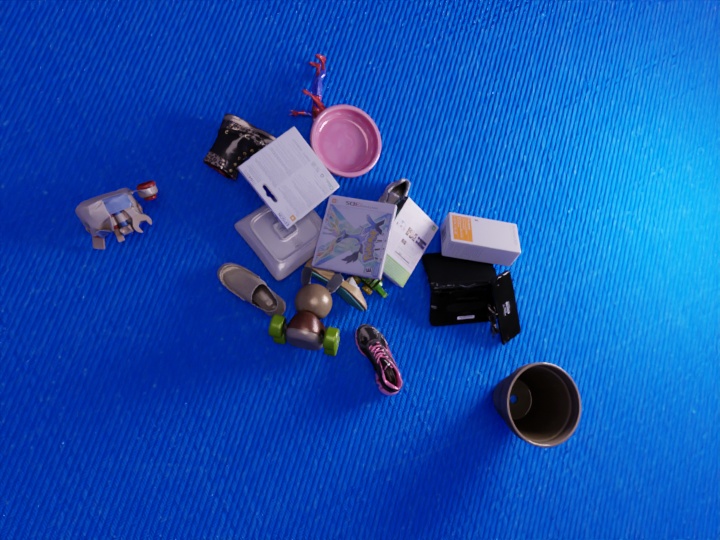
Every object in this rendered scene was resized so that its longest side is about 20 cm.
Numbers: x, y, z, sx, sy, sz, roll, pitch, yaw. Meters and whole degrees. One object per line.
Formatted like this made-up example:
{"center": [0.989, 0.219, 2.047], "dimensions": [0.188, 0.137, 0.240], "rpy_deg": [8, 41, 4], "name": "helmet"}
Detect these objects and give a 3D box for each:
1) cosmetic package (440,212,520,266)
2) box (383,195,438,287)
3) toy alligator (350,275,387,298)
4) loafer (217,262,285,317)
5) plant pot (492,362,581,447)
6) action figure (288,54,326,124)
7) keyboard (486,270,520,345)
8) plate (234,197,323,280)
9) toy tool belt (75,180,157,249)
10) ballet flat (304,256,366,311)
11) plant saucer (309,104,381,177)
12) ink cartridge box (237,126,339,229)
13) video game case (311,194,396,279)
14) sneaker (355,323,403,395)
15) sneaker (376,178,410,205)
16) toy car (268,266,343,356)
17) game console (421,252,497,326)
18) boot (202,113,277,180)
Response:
{"center": [0.326, -0.084, 1.404], "dimensions": [0.199, 0.071, 0.102], "rpy_deg": [9, 55, -9], "name": "cosmetic package"}
{"center": [0.111, -0.076, 1.367], "dimensions": [0.144, 0.036, 0.200], "rpy_deg": [39, 77, -34], "name": "box"}
{"center": [0.000, 0.000, 1.365], "dimensions": [0.200, 0.054, 0.059], "rpy_deg": [44, 76, -1], "name": "toy alligator"}
{"center": [-0.274, 0.045, 1.302], "dimensions": [0.200, 0.068, 0.076], "rpy_deg": [33, 77, -3], "name": "loafer"}
{"center": [0.432, 0.339, 1.323], "dimensions": [0.199, 0.174, 0.201], "rpy_deg": [2, 80, -9], "name": "plant pot"}
{"center": [-0.143, -0.494, 1.414], "dimensions": [0.099, 0.065, 0.201], "rpy_deg": [1, 80, -27], "name": "action figure"}
{"center": [0.378, 0.103, 1.394], "dimensions": [0.104, 0.040, 0.201], "rpy_deg": [-27, 113, -26], "name": "keyboard"}
{"center": [-0.197, -0.106, 1.346], "dimensions": [0.199, 0.032, 0.200], "rpy_deg": [-37, 80, -15], "name": "plate"}
{"center": [-0.584, -0.135, 1.268], "dimensions": [0.199, 0.125, 0.123], "rpy_deg": [-20, 116, -9], "name": "toy tool belt"}
{"center": [-0.053, 0.028, 1.346], "dimensions": [0.200, 0.069, 0.063], "rpy_deg": [36, 70, -3], "name": "ballet flat"}
{"center": [-0.044, -0.350, 1.407], "dimensions": [0.200, 0.051, 0.202], "rpy_deg": [2, 84, -18], "name": "plant saucer"}
{"center": [-0.185, -0.236, 1.319], "dimensions": [0.200, 0.043, 0.197], "rpy_deg": [-42, 102, -23], "name": "ink cartridge box"}
{"center": [-0.015, -0.088, 1.312], "dimensions": [0.181, 0.022, 0.201], "rpy_deg": [10, 76, 13], "name": "video game case"}
{"center": [0.054, 0.226, 1.317], "dimensions": [0.079, 0.095, 0.201], "rpy_deg": [-28, 85, -11], "name": "sneaker"}
{"center": [0.068, -0.171, 1.386], "dimensions": [0.076, 0.092, 0.201], "rpy_deg": [31, 77, -4], "name": "sneaker"}
{"center": [-0.119, 0.093, 1.284], "dimensions": [0.163, 0.158, 0.201], "rpy_deg": [13, 72, 3], "name": "toy car"}
{"center": [0.276, 0.047, 1.425], "dimensions": [0.199, 0.116, 0.177], "rpy_deg": [-4, 111, -10], "name": "game console"}
{"center": [-0.302, -0.306, 1.355], "dimensions": [0.199, 0.073, 0.151], "rpy_deg": [29, 79, -8], "name": "boot"}
